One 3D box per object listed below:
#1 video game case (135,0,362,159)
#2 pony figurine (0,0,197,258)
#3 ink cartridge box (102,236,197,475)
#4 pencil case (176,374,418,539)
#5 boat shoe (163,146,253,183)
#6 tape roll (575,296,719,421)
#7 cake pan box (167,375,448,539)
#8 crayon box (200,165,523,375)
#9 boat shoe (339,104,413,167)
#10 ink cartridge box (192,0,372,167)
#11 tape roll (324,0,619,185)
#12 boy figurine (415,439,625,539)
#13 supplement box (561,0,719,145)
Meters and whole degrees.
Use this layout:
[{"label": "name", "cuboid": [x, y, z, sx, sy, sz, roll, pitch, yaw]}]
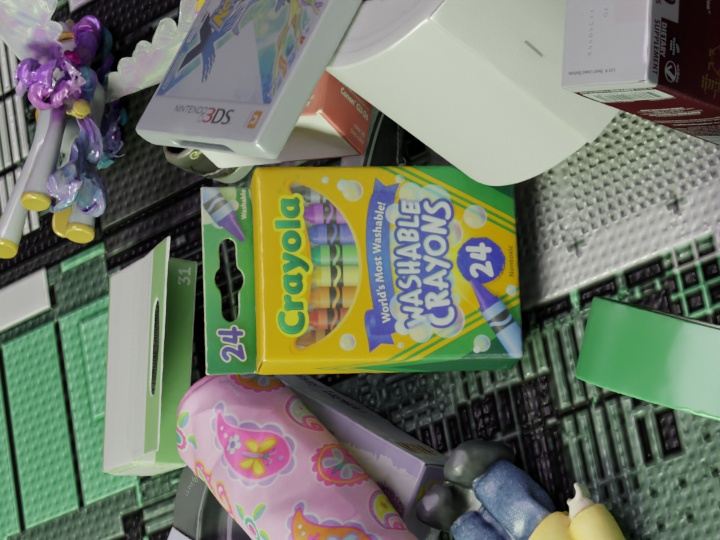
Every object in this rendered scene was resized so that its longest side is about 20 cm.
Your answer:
[{"label": "video game case", "cuboid": [-0.053, -0.164, 1.523, 0.182, 0.022, 0.201, 11, 71, 61]}, {"label": "pony figurine", "cuboid": [-0.208, -0.124, 1.774, 0.193, 0.165, 0.201, 138, 144, -61]}, {"label": "ink cartridge box", "cuboid": [-0.137, 0.062, 1.682, 0.200, 0.048, 0.147, 156, 117, -70]}, {"label": "pencil case", "cuboid": [-0.040, 0.145, 1.565, 0.200, 0.087, 0.088, 44, 110, 37]}, {"label": "boat shoe", "cuboid": [-0.077, -0.158, 1.723, 0.072, 0.060, 0.203, 34, 105, 39]}, {"label": "tape roll", "cuboid": [0.219, 0.060, 1.342, 0.200, 0.200, 0.049, 16, 93, 41]}, {"label": "cake pan box", "cuboid": [-0.041, 0.174, 1.643, 0.199, 0.052, 0.185, 29, 99, 40]}, {"label": "crayon box", "cuboid": [0.000, 0.000, 1.553, 0.052, 0.198, 0.127, 118, 150, -76]}, {"label": "boat shoe", "cuboid": [0.018, -0.041, 1.623, 0.067, 0.072, 0.201, 9, 72, 8]}, {"label": "ink cartridge box", "cuboid": [-0.045, -0.175, 1.627, 0.116, 0.067, 0.201, -3, 65, 29]}, {"label": "tape roll", "cuboid": [0.079, -0.173, 1.494, 0.202, 0.139, 0.204, -38, 32, 29]}, {"label": "boy figurine", "cuboid": [0.116, 0.196, 1.498, 0.125, 0.064, 0.200, -54, 50, 16]}, {"label": "supplement box", "cuboid": [0.195, -0.137, 1.396, 0.061, 0.199, 0.110, -1, 82, 38]}]
